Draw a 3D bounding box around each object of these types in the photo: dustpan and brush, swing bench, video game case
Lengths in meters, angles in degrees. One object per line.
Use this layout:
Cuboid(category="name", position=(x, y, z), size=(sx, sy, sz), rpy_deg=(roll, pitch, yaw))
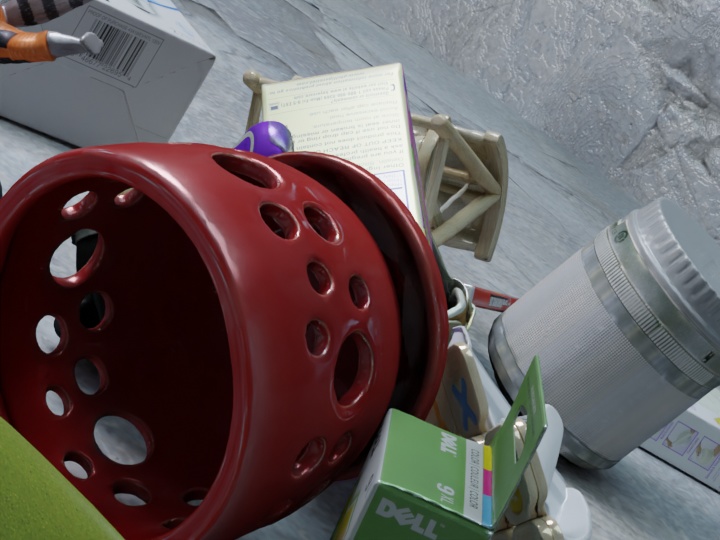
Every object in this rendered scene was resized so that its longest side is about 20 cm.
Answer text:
Cuboid(category="dustpan and brush", position=(0.092, 0.124, 0.981), size=(0.140, 0.057, 0.200), rpy_deg=(54, 29, -19))
Cuboid(category="swing bench", position=(0.012, -0.092, 1.565), size=(0.198, 0.131, 0.200), rpy_deg=(16, 8, 23))
Cuboid(category="video game case", position=(0.053, 0.011, 1.498), size=(0.142, 0.018, 0.200), rpy_deg=(14, 0, 18))

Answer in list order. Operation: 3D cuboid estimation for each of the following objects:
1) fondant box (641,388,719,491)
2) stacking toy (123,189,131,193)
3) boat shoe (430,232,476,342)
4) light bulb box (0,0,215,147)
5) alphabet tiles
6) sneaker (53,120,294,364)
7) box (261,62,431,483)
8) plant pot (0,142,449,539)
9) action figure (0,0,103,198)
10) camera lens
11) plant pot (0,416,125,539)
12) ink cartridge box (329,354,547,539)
Cuboid(category="fondant box", position=(0.306, 0.139, 1.703), size=(0.199, 0.058, 0.144), rpy_deg=(29, 15, -14))
Cuboid(category="stacking toy", position=(-0.098, -0.007, 1.277), size=(0.200, 0.086, 0.085), rpy_deg=(30, 14, -34))
Cuboid(category="boat shoe", position=(0.049, 0.039, 1.295), size=(0.201, 0.068, 0.075), rpy_deg=(60, 30, -25))
Cuboid(category="light bulb box", position=(-0.259, -0.206, 1.470), size=(0.198, 0.125, 0.200), rpy_deg=(22, 19, -38))
Cuboid(category="alphabet tiles", position=(0.060, 0.143, 0.922), size=(0.015, 0.200, 0.197), rpy_deg=(-12, 78, -20))
Cuboid(category="sneaker", position=(-0.116, -0.013, 1.019), size=(0.099, 0.200, 0.070), rpy_deg=(23, 30, -23))
Cuboid(category="box", position=(0.000, 0.000, 1.119), size=(0.096, 0.177, 0.201), rpy_deg=(-8, 42, 4))
Cuboid(category="plant pot", position=(-0.071, 0.033, 0.882), size=(0.200, 0.201, 0.182), rpy_deg=(40, 27, 26))
Cuboid(category="action figure", position=(-0.254, -0.134, 1.175), size=(0.201, 0.193, 0.105), rpy_deg=(65, 22, -2))
Cuboid(category="camera lens", position=(0.218, 0.056, 1.457), size=(0.160, 0.200, 0.160), rpy_deg=(42, 21, -20))
Cuboid(category="plant pot", position=(-0.131, 0.141, 0.532), size=(0.193, 0.200, 0.201), rpy_deg=(39, 10, -29))
Cuboid(category="ink cartridge box", position=(0.017, 0.130, 0.807), size=(0.059, 0.201, 0.104), rpy_deg=(24, 15, -1))
